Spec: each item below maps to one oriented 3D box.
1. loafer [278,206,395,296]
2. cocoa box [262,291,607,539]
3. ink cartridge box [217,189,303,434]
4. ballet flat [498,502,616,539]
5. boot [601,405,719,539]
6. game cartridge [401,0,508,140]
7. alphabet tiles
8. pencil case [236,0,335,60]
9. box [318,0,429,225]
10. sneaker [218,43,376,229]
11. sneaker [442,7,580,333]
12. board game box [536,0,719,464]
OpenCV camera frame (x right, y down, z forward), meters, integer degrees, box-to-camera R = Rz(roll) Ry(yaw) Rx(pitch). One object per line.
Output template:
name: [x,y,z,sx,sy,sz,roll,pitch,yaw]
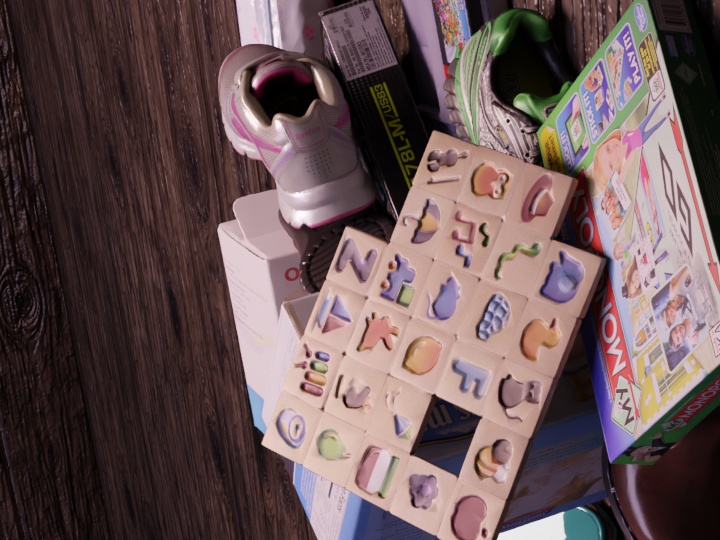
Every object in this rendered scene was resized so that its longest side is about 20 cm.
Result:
loafer: [0.000,0.000,1.243,0.071,0.073,0.200,60,-176,-27]
cocoa box: [0.059,0.080,1.121,0.134,0.199,0.132,101,148,-54]
ink cartridge box: [-0.025,0.031,1.468,0.125,0.128,0.201,-147,43,-65]
ballet flat: [0.098,0.204,1.266,0.199,0.070,0.068,-26,61,28]
boot: [0.196,0.072,0.941,0.200,0.068,0.189,161,106,-68]
game cartridge: [0.059,-0.163,1.200,0.130,0.038,0.201,-146,43,-71]
alphabet tiles: [0.041,0.031,0.999,0.167,0.008,0.201,23,91,39]
pencil case: [-0.062,-0.228,1.436,0.091,0.083,0.201,-89,-10,-67]
box: [0.024,-0.064,1.309,0.193,0.047,0.201,95,155,-74]
sneaker: [-0.048,-0.115,1.263,0.200,0.081,0.089,-128,19,-52]
sneaker: [0.102,-0.058,1.074,0.085,0.078,0.201,119,133,-66]
board game box: [0.146,-0.021,0.938,0.135,0.029,0.201,125,141,-53]
